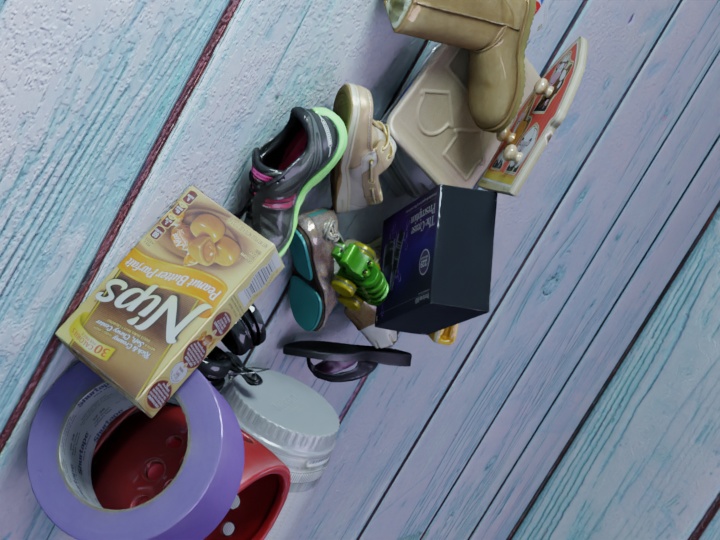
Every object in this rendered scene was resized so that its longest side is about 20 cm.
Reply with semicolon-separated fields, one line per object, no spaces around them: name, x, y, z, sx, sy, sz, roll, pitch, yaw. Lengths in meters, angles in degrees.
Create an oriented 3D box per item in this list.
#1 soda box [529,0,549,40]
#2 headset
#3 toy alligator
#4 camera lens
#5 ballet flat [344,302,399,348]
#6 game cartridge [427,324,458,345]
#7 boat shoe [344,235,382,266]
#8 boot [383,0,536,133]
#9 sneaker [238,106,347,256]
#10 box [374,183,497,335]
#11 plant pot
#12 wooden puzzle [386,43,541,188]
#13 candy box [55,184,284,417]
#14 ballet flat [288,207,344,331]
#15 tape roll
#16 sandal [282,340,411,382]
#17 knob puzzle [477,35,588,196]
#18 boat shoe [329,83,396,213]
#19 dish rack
soda box;0.181;-0.352;1.547;0.068;0.064;0.200;-46;155;-21
headset;-0.165;0.077;1.467;0.124;0.094;0.200;-48;142;-7
toy alligator;0.000;0.000;1.532;0.059;0.054;0.200;-61;159;-17
camera lens;-0.131;0.242;1.614;0.160;0.160;0.201;-9;130;-60
ballet flat;0.025;0.069;1.753;0.068;0.073;0.200;-20;173;5
game cartridge;0.107;-0.010;1.712;0.200;0.032;0.177;-123;-135;-77
boat shoe;0.024;-0.001;1.716;0.200;0.063;0.074;-8;129;-61
boot;0.101;-0.251;1.432;0.199;0.066;0.176;6;93;-47
sneaker;-0.094;-0.087;1.372;0.084;0.077;0.201;22;100;-48
box;0.086;-0.008;1.557;0.200;0.078;0.142;149;-55;-69
plant pot;-0.205;0.242;1.437;0.200;0.182;0.201;-43;154;-27
wooden puzzle;0.119;-0.200;1.554;0.200;0.046;0.185;-57;138;-8
candy box;-0.182;0.028;1.273;0.200;0.115;0.055;-49;156;-15
ballet flat;-0.046;-0.001;1.565;0.067;0.068;0.200;-34;152;-24
tape roll;-0.220;0.180;1.298;0.200;0.200;0.085;-50;157;-12
sandal;-0.014;0.123;1.723;0.200;0.075;0.048;8;93;-38
knob puzzle;0.196;-0.182;1.497;0.220;0.030;0.220;-58;-172;14
boat shoe;0.005;-0.136;1.453;0.069;0.074;0.200;-4;151;-7
dish rack;0.091;-0.177;1.636;0.172;0.043;0.200;-53;157;-5
